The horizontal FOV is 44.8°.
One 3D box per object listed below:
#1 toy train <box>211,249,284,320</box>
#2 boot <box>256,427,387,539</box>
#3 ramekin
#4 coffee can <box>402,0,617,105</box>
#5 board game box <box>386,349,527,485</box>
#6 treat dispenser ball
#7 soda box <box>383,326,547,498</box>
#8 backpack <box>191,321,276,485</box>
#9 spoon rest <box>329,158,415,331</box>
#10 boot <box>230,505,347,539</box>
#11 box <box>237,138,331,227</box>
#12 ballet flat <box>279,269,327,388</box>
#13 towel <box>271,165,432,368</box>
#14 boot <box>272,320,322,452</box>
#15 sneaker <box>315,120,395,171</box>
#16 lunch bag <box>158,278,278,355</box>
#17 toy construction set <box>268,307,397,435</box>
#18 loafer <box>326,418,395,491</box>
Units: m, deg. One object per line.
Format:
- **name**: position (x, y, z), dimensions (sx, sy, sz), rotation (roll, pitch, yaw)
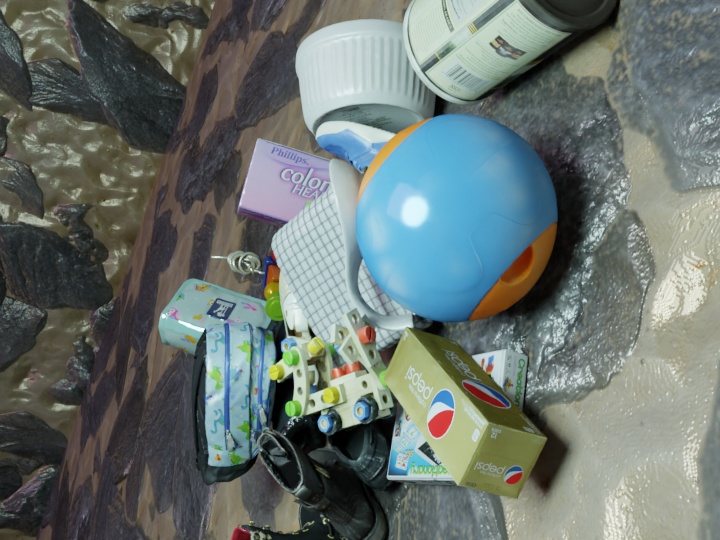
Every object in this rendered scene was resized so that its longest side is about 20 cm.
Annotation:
- **toy train**: position (-0.118, 0.027, 1.223), dimensions (0.116, 0.197, 0.086), rotation (-92, 11, -60)
- **boot**: position (-0.058, 0.234, 1.029), dimensions (0.069, 0.174, 0.200), rotation (-48, 33, -4)
- **ramekin**: position (0.010, -0.239, 1.177), dimensions (0.200, 0.197, 0.107), rotation (-25, 61, 59)
- **coffee can**: position (0.155, -0.285, 0.939), dimensions (0.199, 0.145, 0.149), rotation (-25, 53, 59)
- **board game box**: position (0.097, 0.159, 0.921), dimensions (0.199, 0.034, 0.128), rotation (-23, 54, 60)
- **treat dispenser ball**: position (0.093, -0.050, 0.859), dimensions (0.201, 0.198, 0.203), rotation (-44, 37, 47)
- **soda box**: position (0.091, 0.128, 0.829), dimensions (0.065, 0.067, 0.200), rotation (-67, 25, 12)
- **backpack**: position (-0.180, 0.169, 1.231), dimensions (0.164, 0.151, 0.203), rotation (-101, 0, -67)
- **spoon rest**: position (0.001, -0.025, 0.957), dimensions (0.099, 0.060, 0.203), rotation (-65, -46, -77)
- **boot**: position (-0.085, 0.334, 1.065), dimensions (0.074, 0.149, 0.200), rotation (-65, 25, 18)
- **box**: position (-0.081, -0.106, 1.255), dimensions (0.200, 0.173, 0.098), rotation (-178, 104, -80)
- **ballet flat**: position (-0.068, 0.083, 1.150), dimensions (0.062, 0.066, 0.203), rotation (-82, -16, -70)
- **towel**: position (0.000, 0.000, 1.067), dimensions (0.165, 0.085, 0.202), rotation (-34, 84, 37)
- **boot**: position (-0.086, 0.169, 1.260), dimensions (0.168, 0.075, 0.203), rotation (-120, 44, -63)
- **sneaker**: position (0.018, -0.118, 1.116), dimensions (0.113, 0.197, 0.077), rotation (-72, -20, -4)
- **lunch bag**: position (-0.215, 0.091, 1.399), dimensions (0.200, 0.168, 0.124), rotation (11, -84, -82)
- **toy construction set**: position (-0.025, 0.116, 0.997), dimensions (0.199, 0.091, 0.133), rotation (-32, 69, 55)
- **loafer**: position (-0.010, 0.195, 1.077), dimensions (0.068, 0.070, 0.201), rotation (-51, 27, 3)
